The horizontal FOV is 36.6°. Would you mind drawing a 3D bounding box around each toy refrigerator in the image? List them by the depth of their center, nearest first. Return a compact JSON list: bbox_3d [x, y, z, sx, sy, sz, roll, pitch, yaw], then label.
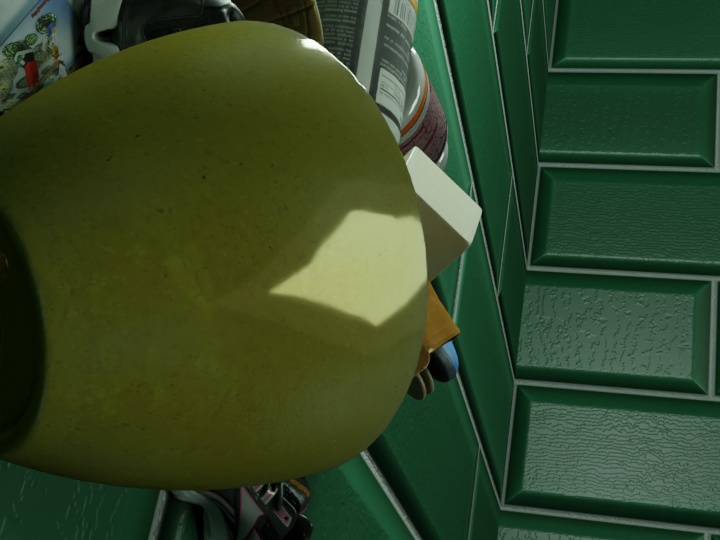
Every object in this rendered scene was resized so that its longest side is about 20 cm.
[{"bbox_3d":[0.000,0.000,0.870,0.200,0.076,0.070,-44,-170,31],"label":"toy refrigerator"}]

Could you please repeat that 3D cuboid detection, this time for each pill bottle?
[{"bbox_3d":[-0.017,-0.155,0.923,0.116,0.115,0.202,55,41,-67],"label":"pill bottle"},{"bbox_3d":[0.025,-0.150,1.090,0.200,0.113,0.115,45,50,-70],"label":"pill bottle"}]

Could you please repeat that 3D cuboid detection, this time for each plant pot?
[{"bbox_3d":[-0.094,0.004,0.434,0.141,0.199,0.202,-14,108,-47],"label":"plant pot"}]

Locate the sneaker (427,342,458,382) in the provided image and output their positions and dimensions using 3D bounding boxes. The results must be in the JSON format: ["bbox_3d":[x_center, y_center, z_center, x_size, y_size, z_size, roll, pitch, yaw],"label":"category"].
[{"bbox_3d":[0.050,0.015,1.090,0.078,0.201,0.066,-29,166,-25],"label":"sneaker"}]

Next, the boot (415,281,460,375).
[{"bbox_3d":[-0.032,0.024,0.680,0.200,0.071,0.145,-23,77,-37],"label":"boot"}]

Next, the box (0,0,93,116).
[{"bbox_3d":[-0.175,-0.059,0.491,0.200,0.037,0.138,-62,152,-59],"label":"box"}]

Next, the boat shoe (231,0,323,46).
[{"bbox_3d":[-0.080,-0.213,0.676,0.201,0.073,0.069,61,19,-26],"label":"boat shoe"}]

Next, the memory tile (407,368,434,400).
[{"bbox_3d":[0.014,0.025,1.058,0.017,0.153,0.201,-31,136,-23],"label":"memory tile"}]

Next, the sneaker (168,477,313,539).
[{"bbox_3d":[-0.080,0.151,0.804,0.201,0.085,0.081,75,22,-49],"label":"sneaker"}]

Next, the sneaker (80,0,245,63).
[{"bbox_3d":[-0.090,-0.052,0.567,0.066,0.090,0.202,-50,142,-65],"label":"sneaker"}]
